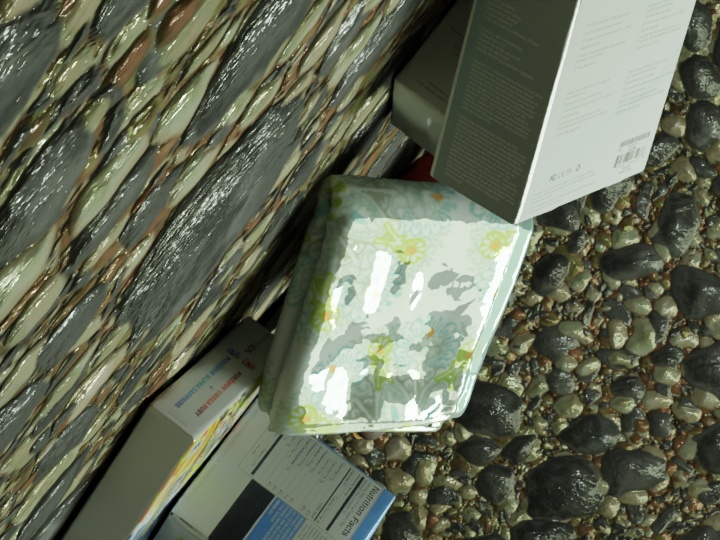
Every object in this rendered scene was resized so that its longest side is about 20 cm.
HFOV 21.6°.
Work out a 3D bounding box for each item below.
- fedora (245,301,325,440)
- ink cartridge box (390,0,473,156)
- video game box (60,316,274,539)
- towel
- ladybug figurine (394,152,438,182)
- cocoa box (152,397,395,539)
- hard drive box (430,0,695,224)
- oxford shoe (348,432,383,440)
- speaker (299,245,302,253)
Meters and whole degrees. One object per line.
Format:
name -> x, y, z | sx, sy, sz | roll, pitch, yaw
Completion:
fedora -> -0.070, 0.115, 1.570 | 0.201, 0.092, 0.201 | -52, 176, -6
ink cartridge box -> 0.107, -0.176, 1.331 | 0.200, 0.067, 0.116 | -52, 174, -9
video game box -> -0.146, 0.145, 1.362 | 0.200, 0.047, 0.182 | -55, 178, 26
towel -> 0.025, 0.029, 1.352 | 0.171, 0.048, 0.200 | 1, 117, -36
ladybug figurine -> 0.050, -0.042, 1.684 | 0.200, 0.072, 0.136 | -46, 164, -27
cocoa box -> -0.085, 0.220, 1.443 | 0.133, 0.131, 0.200 | -53, 177, -38
hard drive box -> 0.141, -0.149, 1.225 | 0.156, 0.077, 0.200 | -22, 136, -46
oxford shoe -> 0.041, 0.100, 1.593 | 0.071, 0.073, 0.200 | -46, 170, -34
speaker -> 0.000, 0.000, 1.476 | 0.088, 0.088, 0.200 | -53, 175, 0
